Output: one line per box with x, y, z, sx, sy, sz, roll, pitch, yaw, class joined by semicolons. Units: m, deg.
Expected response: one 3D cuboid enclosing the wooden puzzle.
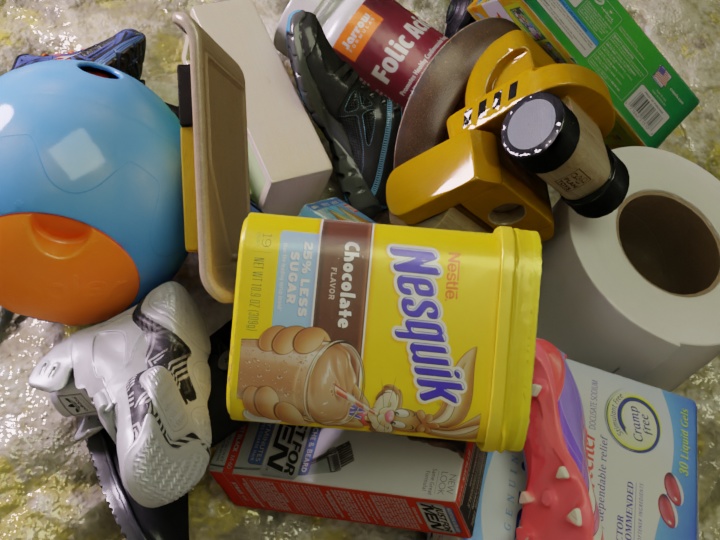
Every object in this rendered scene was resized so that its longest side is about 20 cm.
-0.110;-0.078;0.802;0.037;0.185;0.203;-7;91;3;wooden puzzle

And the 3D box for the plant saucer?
0.109;-0.129;0.973;0.199;0.202;0.032;-33;48;-31;plant saucer

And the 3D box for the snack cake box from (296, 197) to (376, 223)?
0.000;0.000;0.862;0.114;0.200;0.068;31;97;1;snack cake box

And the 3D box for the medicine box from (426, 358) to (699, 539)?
0.165;0.179;0.867;0.197;0.103;0.184;18;57;-9;medicine box

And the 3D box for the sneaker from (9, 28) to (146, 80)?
-0.271;-0.169;0.940;0.078;0.076;0.200;42;55;12;sneaker

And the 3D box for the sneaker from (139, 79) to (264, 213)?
-0.148;-0.095;0.939;0.199;0.070;0.078;37;58;1;sneaker

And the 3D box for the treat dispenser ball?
-0.222;-0.059;0.815;0.198;0.201;0.203;8;59;-14;treat dispenser ball

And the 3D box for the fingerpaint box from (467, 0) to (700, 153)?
0.214;-0.214;1.035;0.073;0.167;0.200;-44;102;-1;fingerpaint box

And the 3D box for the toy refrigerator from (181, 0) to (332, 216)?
-0.103;-0.149;0.983;0.069;0.076;0.202;-16;68;-26;toy refrigerator

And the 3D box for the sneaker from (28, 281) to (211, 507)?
-0.166;0.096;0.725;0.114;0.076;0.201;-24;33;11;sneaker

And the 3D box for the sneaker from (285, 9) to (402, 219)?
-0.007;-0.150;0.972;0.081;0.073;0.202;-24;105;2;sneaker

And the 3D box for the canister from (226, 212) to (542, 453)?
0.015;0.039;0.716;0.197;0.087;0.151;5;88;0;canister

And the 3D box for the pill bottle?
0.021;-0.202;1.032;0.199;0.114;0.115;35;56;3;pill bottle

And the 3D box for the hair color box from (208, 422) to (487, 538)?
-0.004;0.128;0.805;0.197;0.064;0.112;3;54;21;hair color box

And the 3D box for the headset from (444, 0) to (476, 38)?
0.143;-0.271;1.154;0.122;0.094;0.203;-4;78;-22;headset

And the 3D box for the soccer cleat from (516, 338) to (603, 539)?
0.149;0.147;0.784;0.076;0.066;0.203;11;60;-44;soccer cleat

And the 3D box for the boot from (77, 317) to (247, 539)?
-0.096;0.112;0.776;0.199;0.066;0.165;-31;49;-9;boot

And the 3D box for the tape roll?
0.252;0.008;0.974;0.200;0.140;0.205;8;59;-14;tape roll

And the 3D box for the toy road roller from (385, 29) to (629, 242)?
0.120;-0.105;0.892;0.122;0.199;0.148;30;43;-44;toy road roller
